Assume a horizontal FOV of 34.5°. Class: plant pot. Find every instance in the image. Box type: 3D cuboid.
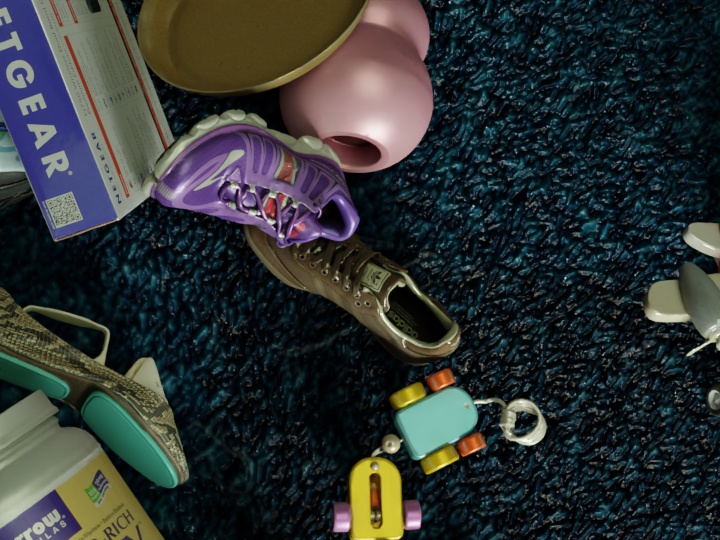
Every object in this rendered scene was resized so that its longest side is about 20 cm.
[{"bbox_3d":[-0.079,-0.209,0.911,0.199,0.028,0.201,-10,55,14],"label":"plant pot"}]

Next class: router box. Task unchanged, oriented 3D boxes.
[{"bbox_3d":[-0.199,-0.140,0.803,0.049,0.180,0.201,-17,103,10],"label":"router box"}]

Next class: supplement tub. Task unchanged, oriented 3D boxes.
[{"bbox_3d":[-0.207,0.196,0.768,0.145,0.145,0.200,-36,93,-24],"label":"supplement tub"}]

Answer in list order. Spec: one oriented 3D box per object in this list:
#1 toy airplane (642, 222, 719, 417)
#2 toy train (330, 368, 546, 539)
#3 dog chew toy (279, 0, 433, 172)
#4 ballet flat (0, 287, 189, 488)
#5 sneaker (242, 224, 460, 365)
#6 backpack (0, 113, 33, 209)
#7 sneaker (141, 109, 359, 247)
[{"bbox_3d":[0.366,0.029,1.030,0.199,0.141,0.200,44,68,-7],"label":"toy airplane"},{"bbox_3d":[0.060,0.181,0.916,0.150,0.056,0.200,26,73,-1],"label":"toy train"},{"bbox_3d":[0.003,-0.183,0.949,0.124,0.125,0.201,16,66,-18],"label":"dog chew toy"},{"bbox_3d":[-0.196,0.076,0.847,0.200,0.068,0.075,34,53,-9],"label":"ballet flat"},{"bbox_3d":[0.000,0.000,0.928,0.200,0.076,0.071,36,69,-11],"label":"sneaker"},{"bbox_3d":[-0.309,-0.093,0.787,0.199,0.163,0.154,12,72,-28],"label":"backpack"},{"bbox_3d":[-0.066,-0.058,0.834,0.200,0.081,0.084,2,49,-51],"label":"sneaker"}]
